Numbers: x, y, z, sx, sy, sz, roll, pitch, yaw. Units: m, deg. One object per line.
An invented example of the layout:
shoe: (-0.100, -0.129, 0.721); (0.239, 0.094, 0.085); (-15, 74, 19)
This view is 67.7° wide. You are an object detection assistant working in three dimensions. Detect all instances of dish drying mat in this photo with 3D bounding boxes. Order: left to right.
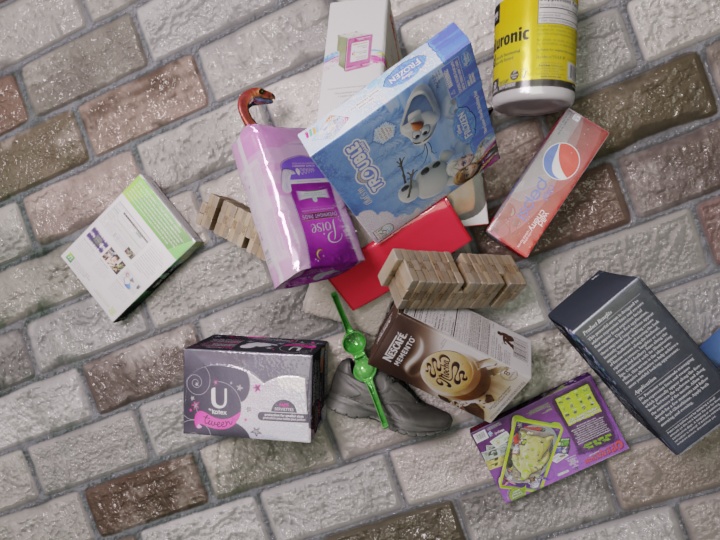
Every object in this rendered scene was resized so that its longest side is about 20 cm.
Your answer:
dish drying mat: (0.051, -0.020, 0.740); (0.198, 0.018, 0.077); (-31, 117, 15)

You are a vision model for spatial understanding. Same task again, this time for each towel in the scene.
towel: (0.000, 0.000, 0.783); (0.130, 0.035, 0.202); (19, 118, -4)

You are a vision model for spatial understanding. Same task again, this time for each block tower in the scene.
block tower: (-0.155, -0.056, 0.801); (0.198, 0.058, 0.055); (26, 100, 24)
block tower: (0.125, 0.013, 0.719); (0.197, 0.058, 0.054); (3, 137, -27)

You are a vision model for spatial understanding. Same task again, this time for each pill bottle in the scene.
pill bottle: (0.237, -0.324, 0.730); (0.109, 0.111, 0.204); (2, 93, 8)

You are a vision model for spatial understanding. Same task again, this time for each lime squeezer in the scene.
lime squeezer: (0.003, 0.127, 0.782); (0.037, 0.071, 0.203); (-19, 84, -17)

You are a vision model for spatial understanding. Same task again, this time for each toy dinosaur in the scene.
toy dinosaur: (-0.112, -0.171, 0.776); (0.104, 0.200, 0.182); (-36, 122, -2)

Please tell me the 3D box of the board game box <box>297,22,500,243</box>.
board game box: (0.057, -0.144, 0.628); (0.197, 0.200, 0.044); (-33, 57, 7)

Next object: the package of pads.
package of pads: (-0.081, -0.085, 0.689); (0.075, 0.119, 0.203); (-26, 79, 47)

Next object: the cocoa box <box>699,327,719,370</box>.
cocoa box: (0.553, 0.123, 0.664); (0.133, 0.200, 0.131); (44, 99, 3)

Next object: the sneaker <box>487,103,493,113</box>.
sneaker: (0.095, -0.212, 0.737); (0.088, 0.199, 0.076); (51, 138, 7)

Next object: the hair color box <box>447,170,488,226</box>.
hair color box: (0.082, -0.109, 0.785); (0.196, 0.061, 0.103); (-7, 101, 8)

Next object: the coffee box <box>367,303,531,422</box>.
coffee box: (0.124, 0.115, 0.755); (0.197, 0.080, 0.114); (25, 128, -1)

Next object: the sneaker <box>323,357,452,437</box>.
sneaker: (0.046, 0.191, 0.812); (0.196, 0.076, 0.092); (15, 87, 4)

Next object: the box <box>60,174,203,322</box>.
box: (-0.374, -0.035, 0.878); (0.199, 0.036, 0.145); (-41, 87, 10)

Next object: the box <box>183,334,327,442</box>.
box: (-0.157, 0.176, 0.817); (0.196, 0.115, 0.135); (2, 94, 9)

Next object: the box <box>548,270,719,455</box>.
box: (0.369, 0.112, 0.717); (0.107, 0.148, 0.201); (-40, 87, 8)

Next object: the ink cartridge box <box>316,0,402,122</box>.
ink cartridge box: (0.007, -0.233, 0.717); (0.083, 0.145, 0.204); (0, 67, 13)

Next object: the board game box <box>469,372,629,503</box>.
board game box: (0.278, 0.250, 0.801); (0.198, 0.032, 0.122); (-28, 85, 10)

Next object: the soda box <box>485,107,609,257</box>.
soda box: (0.260, -0.120, 0.762); (0.069, 0.063, 0.202); (33, 98, 6)
